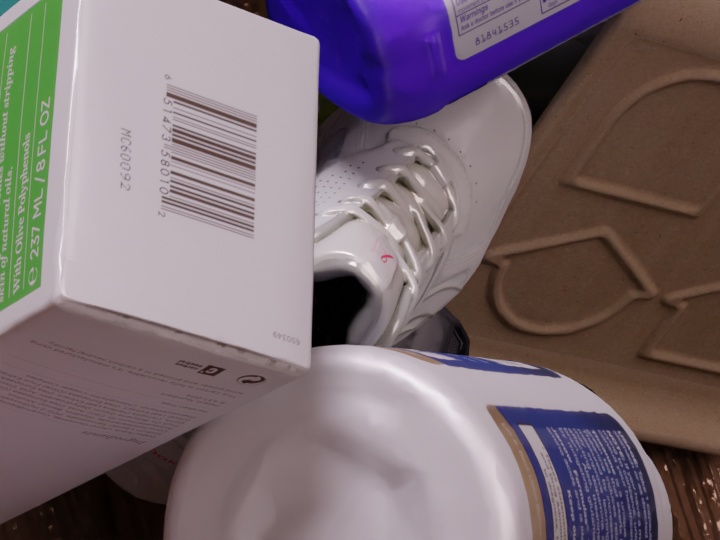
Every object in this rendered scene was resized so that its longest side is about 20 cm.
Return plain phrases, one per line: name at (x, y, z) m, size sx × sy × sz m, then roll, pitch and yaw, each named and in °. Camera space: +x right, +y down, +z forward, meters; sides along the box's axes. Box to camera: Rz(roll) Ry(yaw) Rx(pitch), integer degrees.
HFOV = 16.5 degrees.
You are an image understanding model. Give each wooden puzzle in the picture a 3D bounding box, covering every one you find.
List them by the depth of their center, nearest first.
wooden puzzle at (0.127, -0.024, 0.945) m, size 0.185 × 0.200 × 0.046 m, roll 12°, pitch 35°, yaw -29°

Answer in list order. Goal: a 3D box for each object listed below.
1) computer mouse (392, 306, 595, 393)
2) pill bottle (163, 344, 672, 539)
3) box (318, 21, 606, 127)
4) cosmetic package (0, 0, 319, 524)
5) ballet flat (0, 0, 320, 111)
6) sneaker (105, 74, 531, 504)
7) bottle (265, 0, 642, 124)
computer mouse at (-0.019, 0.053, 0.888) m, size 0.200 × 0.046 × 0.141 m, roll 39°, pitch 69°, yaw -15°
pill bottle at (0.030, 0.082, 0.774) m, size 0.200 × 0.111 × 0.111 m, roll 11°, pitch 61°, yaw -66°
box at (0.071, -0.070, 0.956) m, size 0.200 × 0.122 × 0.048 m, roll 19°, pitch 47°, yaw -33°
cosmetic package at (-0.100, 0.003, 0.727) m, size 0.085 × 0.200 × 0.108 m, roll 18°, pitch 60°, yaw -34°
ballet flat at (-0.105, -0.067, 0.792) m, size 0.200 × 0.072 × 0.072 m, roll 22°, pitch 58°, yaw -33°
sneaker at (0.000, 0.000, 0.823) m, size 0.078 × 0.099 × 0.200 m, roll 47°, pitch 66°, yaw -10°
bottle at (0.067, -0.118, 0.815) m, size 0.200 × 0.083 × 0.065 m, roll -29°, pitch 129°, yaw -22°
